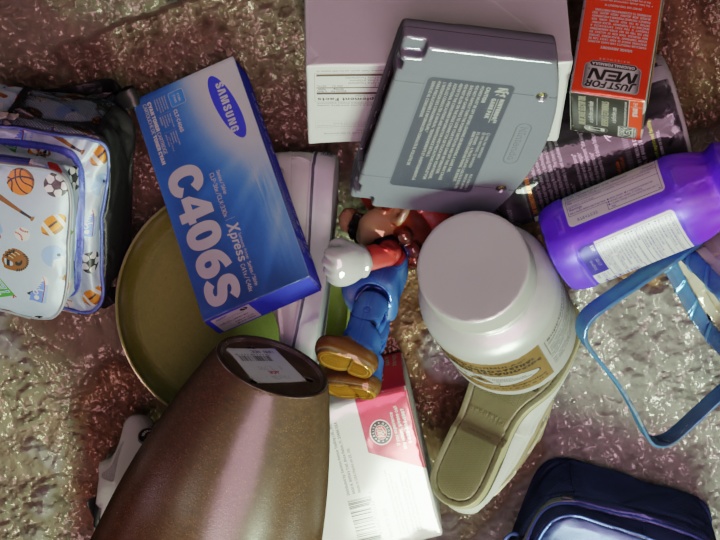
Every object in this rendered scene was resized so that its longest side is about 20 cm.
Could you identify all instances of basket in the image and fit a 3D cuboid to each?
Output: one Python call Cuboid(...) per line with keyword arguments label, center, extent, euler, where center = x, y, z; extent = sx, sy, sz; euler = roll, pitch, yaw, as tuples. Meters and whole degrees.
Cuboid(label="basket", center=(0.284, 0.036, 1.695), extent=(0.199, 0.139, 0.177), euler=(-37, 131, 3))

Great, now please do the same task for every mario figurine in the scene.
Cuboid(label="mario figurine", center=(0.000, 0.000, 1.684), extent=(0.105, 0.201, 0.123), euler=(30, 149, -19))

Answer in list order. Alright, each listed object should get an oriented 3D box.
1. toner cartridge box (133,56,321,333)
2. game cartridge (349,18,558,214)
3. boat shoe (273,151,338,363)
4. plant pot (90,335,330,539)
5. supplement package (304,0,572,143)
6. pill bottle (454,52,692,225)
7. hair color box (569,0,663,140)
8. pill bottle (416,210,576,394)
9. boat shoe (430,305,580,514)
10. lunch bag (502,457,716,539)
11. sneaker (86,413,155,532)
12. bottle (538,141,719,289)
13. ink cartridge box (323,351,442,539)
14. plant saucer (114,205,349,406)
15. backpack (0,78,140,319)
Cuboid(label="toner cartridge box", center=(-0.108, -0.061, 1.659), extent=(0.094, 0.043, 0.202), euler=(-23, 71, 6))
Cuboid(label="game cartridge", center=(0.074, -0.112, 1.545), extent=(0.132, 0.042, 0.201), euler=(2, 147, -13))
Cuboid(label="boat shoe", center=(-0.058, 0.001, 1.689), extent=(0.065, 0.072, 0.202), euler=(5, 88, 4))
Cuboid(label="plant pot", center=(-0.100, 0.160, 1.626), extent=(0.185, 0.187, 0.202), euler=(16, 112, -7))
Cuboid(label="supplement package", center=(0.056, -0.193, 1.600), extent=(0.198, 0.157, 0.111), euler=(0, 151, -1))
Cuboid(label="pill bottle", center=(0.162, -0.100, 1.676), extent=(0.198, 0.106, 0.107), euler=(-16, 110, 5))
Cuboid(label="hair color box", center=(0.204, -0.213, 1.589), extent=(0.061, 0.102, 0.202), euler=(9, 79, 8))
Cuboid(label="pill bottle", center=(0.107, 0.024, 1.657), extent=(0.113, 0.200, 0.116), euler=(-4, 74, 12))
Cuboid(label="boat shoe", center=(0.127, 0.115, 1.771), extent=(0.074, 0.068, 0.201), euler=(33, 87, 20))
Cuboid(label="lunch bag", center=(0.215, 0.259, 1.793), extent=(0.198, 0.133, 0.137), euler=(15, 109, -7))
Cuboid(label="sneaker", center=(-0.198, 0.206, 1.806), extent=(0.073, 0.089, 0.201), euler=(-2, 135, -27))
Cuboid(label="bottle", center=(0.242, -0.051, 1.617), extent=(0.198, 0.066, 0.084), euler=(-23, 151, 14))
Cuboid(label="ink cartridge box", center=(-0.042, 0.171, 1.781), extent=(0.198, 0.084, 0.146), euler=(-13, 110, 3))
Cuboid(label="plant saucer", center=(-0.108, 0.030, 1.725), extent=(0.198, 0.031, 0.202), euler=(1, 86, -14))
Cuboid(label="backpack", center=(-0.287, -0.057, 1.664), extent=(0.189, 0.154, 0.202), euler=(13, 114, 11))
